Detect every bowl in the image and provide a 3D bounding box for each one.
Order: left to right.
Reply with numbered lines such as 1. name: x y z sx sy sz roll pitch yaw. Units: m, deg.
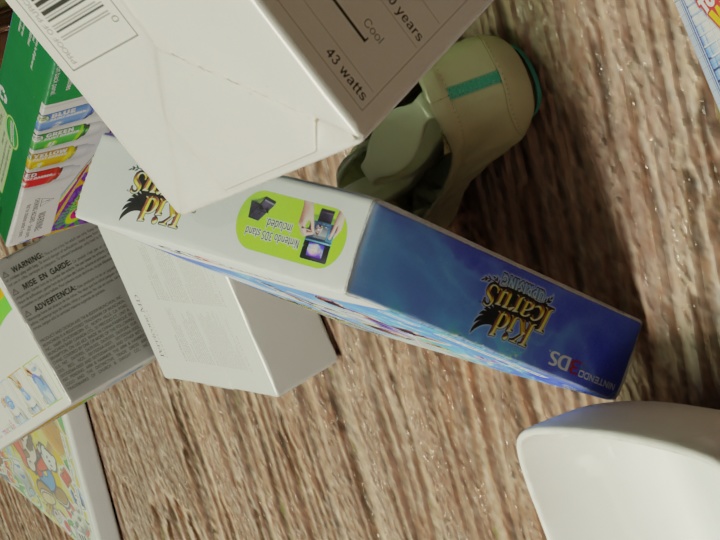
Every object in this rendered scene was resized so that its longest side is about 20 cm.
1. bowl: 0.173 0.144 1.043 0.199 0.074 0.201 4 119 63

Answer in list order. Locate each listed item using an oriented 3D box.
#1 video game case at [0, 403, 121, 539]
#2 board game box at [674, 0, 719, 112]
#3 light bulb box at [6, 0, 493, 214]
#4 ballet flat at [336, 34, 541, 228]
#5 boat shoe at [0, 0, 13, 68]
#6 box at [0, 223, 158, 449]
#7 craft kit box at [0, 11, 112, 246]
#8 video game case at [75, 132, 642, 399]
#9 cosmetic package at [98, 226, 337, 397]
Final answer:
1. video game case: -0.260 0.113 1.831 0.182 0.023 0.201 32 142 44
2. board game box: 0.184 -0.088 0.815 0.200 0.062 0.200 59 154 1
3. light bulb box: -0.034 -0.165 0.822 0.199 0.200 0.125 52 146 -15
4. ballet flat: 0.022 -0.053 1.127 0.070 0.069 0.200 55 153 9
5. boat shoe: -0.163 -0.101 1.161 0.072 0.199 0.068 72 -166 -52
6. box: -0.199 0.037 1.550 0.102 0.112 0.200 60 155 0
7. craft kit box: -0.073 -0.099 1.097 0.049 0.197 0.200 61 155 17
8. video game case: 0.000 0.000 1.074 0.181 0.046 0.200 16 175 44
9. cosmetic package: -0.104 -0.028 1.387 0.151 0.052 0.201 3 119 57
